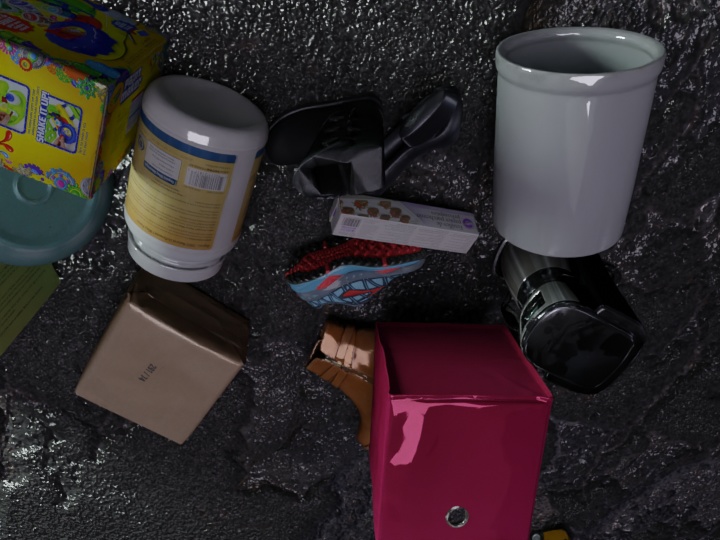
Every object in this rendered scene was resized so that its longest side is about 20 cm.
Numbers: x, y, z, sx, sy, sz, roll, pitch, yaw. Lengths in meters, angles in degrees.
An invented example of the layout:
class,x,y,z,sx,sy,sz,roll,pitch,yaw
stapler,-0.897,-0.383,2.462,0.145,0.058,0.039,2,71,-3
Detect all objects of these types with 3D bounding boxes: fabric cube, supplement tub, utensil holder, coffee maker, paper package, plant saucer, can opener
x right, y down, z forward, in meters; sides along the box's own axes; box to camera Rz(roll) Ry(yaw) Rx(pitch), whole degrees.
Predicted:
class,x,y,z,sx,sy,sz,roll,pitch,yaw
fabric cube,0.112,0.201,0.764,0.189,0.201,0.206,3,109,-3
supplement tub,-0.198,-0.105,0.705,0.141,0.146,0.204,18,121,-11
utensil holder,0.229,-0.144,0.666,0.164,0.172,0.205,-3,125,3
coffee maker,0.277,0.040,0.756,0.185,0.202,0.138,2,124,0
paper package,-0.284,0.125,0.875,0.188,0.105,0.201,32,116,-18
plant saucer,-0.387,-0.102,0.703,0.196,0.036,0.207,-14,113,-37
can opener,0.046,-0.149,0.729,0.077,0.065,0.199,17,135,-41

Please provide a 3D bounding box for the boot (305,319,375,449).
class,x,y,z,sx,sy,sz,roll,pitch,yaw
boot,-0.013,0.176,0.915,0.151,0.077,0.204,16,118,-11

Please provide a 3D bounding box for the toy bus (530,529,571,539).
class,x,y,z,sx,sy,sz,roll,pitch,yaw
toy bus,0.323,0.570,1.155,0.197,0.079,0.066,-29,118,18

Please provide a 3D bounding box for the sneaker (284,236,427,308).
class,x,y,z,sx,sy,sz,roll,pitch,yaw
sneaker,0.000,0.000,0.823,0.194,0.081,0.097,-11,138,14

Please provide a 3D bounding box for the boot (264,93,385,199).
class,x,y,z,sx,sy,sz,roll,pitch,yaw
boot,-0.047,-0.127,0.656,0.160,0.202,0.067,-19,121,13

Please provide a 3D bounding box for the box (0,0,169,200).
class,x,y,z,sx,sy,sz,roll,pitch,yaw
box,-0.326,-0.201,0.615,0.188,0.202,0.124,20,121,-13

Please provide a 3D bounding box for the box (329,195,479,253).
class,x,y,z,sx,sy,sz,roll,pitch,yaw
box,0.057,-0.060,0.760,0.194,0.040,0.042,6,142,-21

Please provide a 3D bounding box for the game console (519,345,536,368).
class,x,y,z,sx,sy,sz,roll,pitch,yaw
game console,0.158,0.204,0.902,0.172,0.116,0.205,-21,127,-28

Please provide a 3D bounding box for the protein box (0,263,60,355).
class,x,y,z,sx,sy,sz,roll,pitch,yaw
protein box,-0.518,-0.004,0.739,0.131,0.201,0.205,-8,122,9
